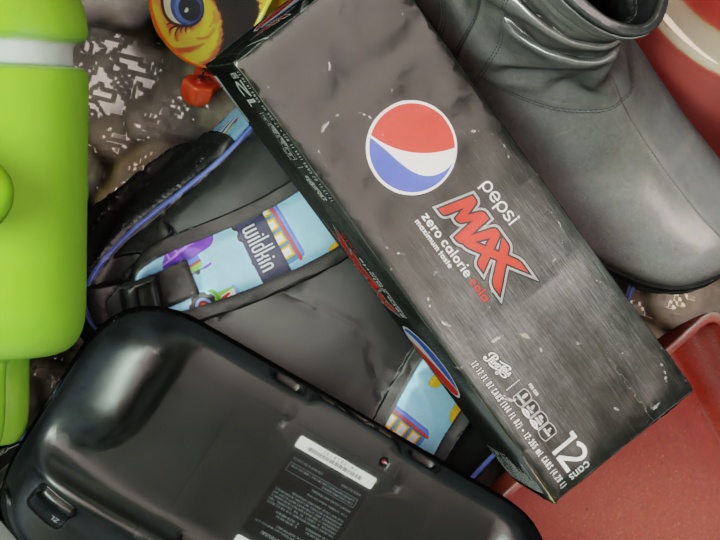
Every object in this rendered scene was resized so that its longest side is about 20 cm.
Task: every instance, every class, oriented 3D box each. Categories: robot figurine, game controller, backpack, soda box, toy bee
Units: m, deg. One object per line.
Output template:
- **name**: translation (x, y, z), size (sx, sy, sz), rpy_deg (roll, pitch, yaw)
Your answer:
- **robot figurine**: translation (-0.154, -0.036, 0.994), size (0.115, 0.175, 0.201), rpy_deg (1, 92, 7)
- **game controller**: translation (-0.029, 0.095, 1.034), size (0.200, 0.042, 0.104), rpy_deg (31, 89, -17)
- **backpack**: translation (0.000, 0.000, 1.121), size (0.200, 0.135, 0.183), rpy_deg (-44, 102, -10)
- **soda box**: translation (0.032, -0.016, 1.028), size (0.071, 0.063, 0.200), rpy_deg (-38, 101, -9)
- **toy bee**: translation (-0.040, -0.121, 1.147), size (0.131, 0.200, 0.109), rpy_deg (-31, 128, -46)

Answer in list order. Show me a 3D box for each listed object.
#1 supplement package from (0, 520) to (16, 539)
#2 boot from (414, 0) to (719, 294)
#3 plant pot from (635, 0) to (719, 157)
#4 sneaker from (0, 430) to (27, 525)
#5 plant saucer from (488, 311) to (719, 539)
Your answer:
- **supplement package**: translation (-0.181, 0.157, 1.033), size (0.200, 0.121, 0.120), rpy_deg (47, 116, 8)
- **boot**: translation (0.082, -0.075, 1.014), size (0.200, 0.132, 0.070), rpy_deg (44, 73, -5)
- **plant pot**: translation (0.141, -0.134, 1.142), size (0.200, 0.177, 0.201), rpy_deg (1, 87, -14)
- **sneaker**: translation (-0.133, 0.163, 1.112), size (0.071, 0.083, 0.200), rpy_deg (1, 89, -20)
- **plant saucer**: translation (0.101, 0.139, 1.158), size (0.200, 0.037, 0.200), rpy_deg (-41, 128, -12)
